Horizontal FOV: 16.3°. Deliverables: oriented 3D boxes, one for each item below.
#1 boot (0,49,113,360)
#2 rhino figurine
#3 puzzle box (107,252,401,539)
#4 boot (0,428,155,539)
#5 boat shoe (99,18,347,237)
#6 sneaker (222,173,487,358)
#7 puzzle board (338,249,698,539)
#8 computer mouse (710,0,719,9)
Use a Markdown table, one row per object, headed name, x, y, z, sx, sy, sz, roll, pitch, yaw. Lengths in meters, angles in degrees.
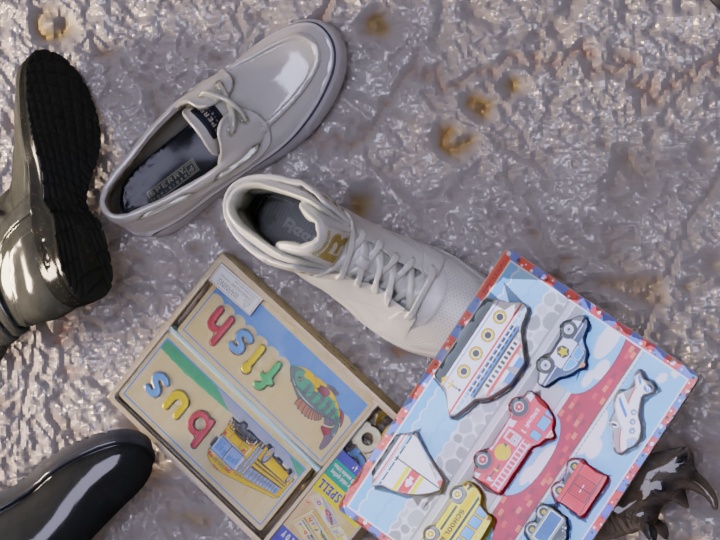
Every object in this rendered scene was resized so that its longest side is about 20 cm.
| name | x | y | z | sx | sy | sz | roll | pitch | yaw |
| --- | --- | --- | --- | --- | --- | --- | --- | --- | --- |
| boot | -0.243 | -0.044 | 1.739 | 0.130 | 0.068 | 0.201 | -26 | 62 | 35 |
| rhino figurine | 0.133 | 0.129 | 1.609 | 0.199 | 0.060 | 0.088 | 12 | 87 | 17 |
| puzzle box | -0.062 | 0.101 | 1.693 | 0.200 | 0.025 | 0.133 | 41 | 100 | 16 |
| boot | -0.186 | 0.226 | 1.667 | 0.164 | 0.066 | 0.201 | -32 | 52 | 18 |
| boat shoe | -0.096 | -0.098 | 1.694 | 0.200 | 0.066 | 0.072 | -36 | 76 | 13 |
| sneaker | 0.000 | 0.000 | 1.632 | 0.199 | 0.116 | 0.074 | 27 | 93 | 17 |
| puzzle board | 0.098 | 0.108 | 1.582 | 0.150 | 0.017 | 0.201 | 34 | 90 | 17 |
| computer mouse | 0.305 | -0.215 | 1.580 | 0.199 | 0.053 | 0.139 | -26 | 77 | 3 |
